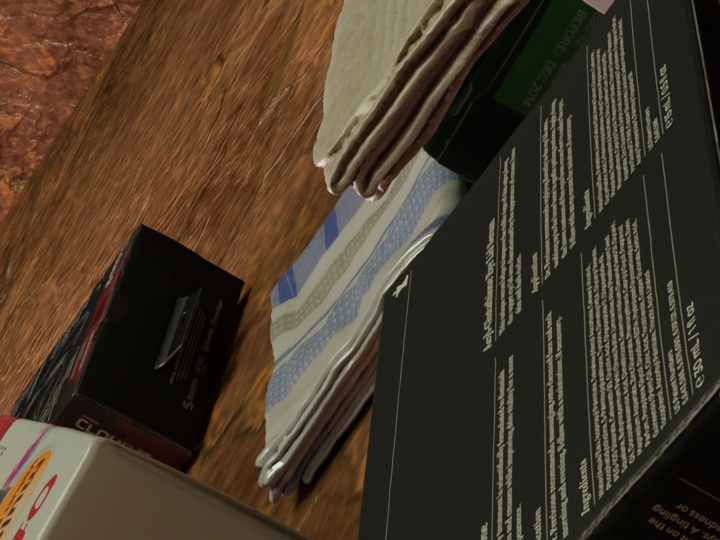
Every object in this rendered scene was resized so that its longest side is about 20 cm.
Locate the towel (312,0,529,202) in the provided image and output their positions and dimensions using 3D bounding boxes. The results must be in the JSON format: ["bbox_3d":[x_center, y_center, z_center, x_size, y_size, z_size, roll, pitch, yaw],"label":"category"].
[{"bbox_3d":[0.032,-0.114,0.819,0.133,0.034,0.200,-52,15,27],"label":"towel"}]

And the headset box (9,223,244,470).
[{"bbox_3d":[-0.147,0.083,1.174,0.200,0.077,0.149,-50,17,36],"label":"headset box"}]

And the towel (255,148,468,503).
[{"bbox_3d":[0.000,0.000,0.913,0.147,0.024,0.200,-55,14,21],"label":"towel"}]

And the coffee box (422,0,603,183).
[{"bbox_3d":[0.065,-0.116,0.867,0.123,0.044,0.200,-58,14,14],"label":"coffee box"}]

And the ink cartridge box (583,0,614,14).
[{"bbox_3d":[0.147,-0.165,0.567,0.200,0.084,0.145,-45,21,50],"label":"ink cartridge box"}]

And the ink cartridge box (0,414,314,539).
[{"bbox_3d":[-0.064,0.137,0.588,0.145,0.145,0.200,-62,14,-11],"label":"ink cartridge box"}]

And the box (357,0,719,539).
[{"bbox_3d":[0.066,0.028,0.476,0.141,0.079,0.200,-50,17,28],"label":"box"}]
